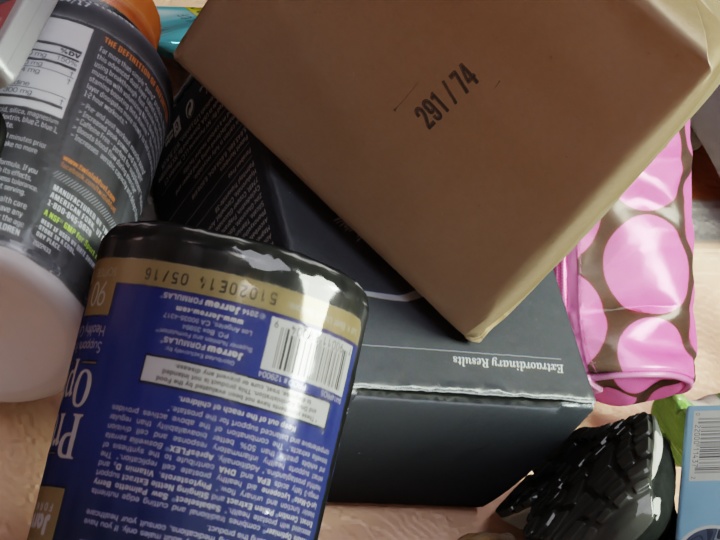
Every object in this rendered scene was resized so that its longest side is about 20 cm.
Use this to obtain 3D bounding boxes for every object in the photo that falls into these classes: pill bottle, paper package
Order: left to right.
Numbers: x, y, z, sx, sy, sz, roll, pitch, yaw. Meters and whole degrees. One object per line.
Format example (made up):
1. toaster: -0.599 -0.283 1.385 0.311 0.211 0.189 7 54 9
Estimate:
1. pill bottle: -0.142 -0.049 0.992 0.106 0.106 0.200 27 46 -14
2. pill bottle: -0.069 0.090 0.887 0.112 0.112 0.200 17 79 -22
3. paper package: 0.049 -0.106 0.951 0.191 0.200 0.103 43 44 3

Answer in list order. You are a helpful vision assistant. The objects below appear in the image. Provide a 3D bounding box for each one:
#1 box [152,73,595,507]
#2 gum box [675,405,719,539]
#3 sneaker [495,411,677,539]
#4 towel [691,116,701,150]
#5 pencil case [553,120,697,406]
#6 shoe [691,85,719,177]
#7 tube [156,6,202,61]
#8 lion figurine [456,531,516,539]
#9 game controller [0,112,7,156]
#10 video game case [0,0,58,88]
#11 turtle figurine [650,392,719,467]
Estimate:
1. box: 0.000 0.000 1.052 0.148 0.104 0.200 7 55 -31
2. gum box: 0.166 0.183 0.966 0.045 0.200 0.170 -3 51 17
3. sneaker: 0.122 0.117 0.998 0.076 0.200 0.088 -44 90 -2
4. towel: 0.115 -0.155 1.307 0.200 0.035 0.193 1 54 -31
5. pencil case: 0.115 -0.034 1.095 0.094 0.091 0.200 -2 88 -65
6. shoe: 0.235 -0.102 1.271 0.091 0.071 0.200 -34 105 -33
7. tube: -0.038 -0.109 1.148 0.200 0.077 0.050 6 98 -30
8. lion figurine: 0.015 0.168 0.955 0.200 0.073 0.122 -10 30 -32
9. game controller: -0.241 -0.055 0.910 0.200 0.042 0.104 18 57 22
10. video game case: -0.180 -0.134 1.016 0.017 0.143 0.200 55 36 -32
11. turtle figurine: 0.258 0.060 1.133 0.194 0.200 0.144 -24 105 -20
